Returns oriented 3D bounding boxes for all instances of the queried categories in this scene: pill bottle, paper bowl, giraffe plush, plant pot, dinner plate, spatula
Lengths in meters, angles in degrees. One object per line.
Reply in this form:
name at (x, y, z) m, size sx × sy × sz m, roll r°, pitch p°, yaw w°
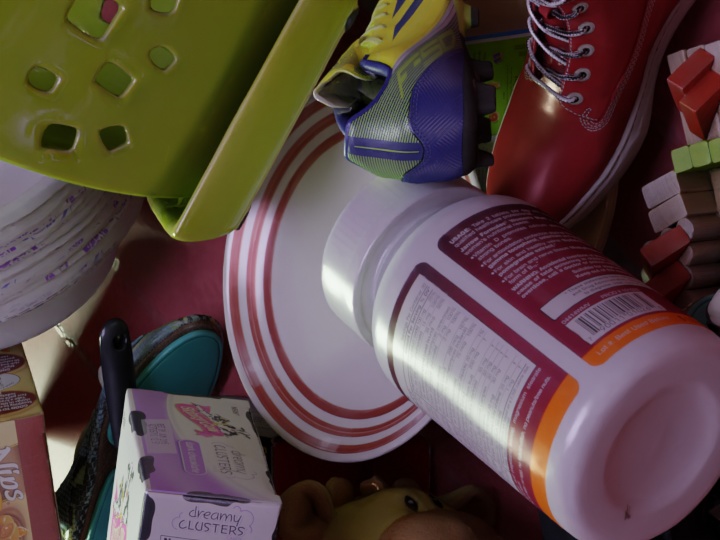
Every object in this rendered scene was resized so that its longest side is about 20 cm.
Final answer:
pill bottle at (0.074, 0.033, 1.199) m, size 0.200 × 0.109 × 0.110 m, roll 39°, pitch 121°, yaw 44°
paper bowl at (-0.225, -0.029, 1.564) m, size 0.200 × 0.201 × 0.105 m, roll 15°, pitch 139°, yaw 45°
giraffe plush at (0.031, 0.186, 1.339) m, size 0.199 × 0.172 × 0.163 m, roll -2°, pitch 81°, yaw 30°
plant pot at (-0.117, -0.131, 1.382) m, size 0.200 × 0.181 × 0.200 m, roll -61°, pitch 12°, yaw 3°
dinner plate at (0.000, 0.000, 1.366) m, size 0.200 × 0.024 × 0.201 m, roll -8°, pitch 79°, yaw 45°
spatula at (-0.131, 0.116, 1.525) m, size 0.021 × 0.056 × 0.201 m, roll 21°, pitch 129°, yaw 46°

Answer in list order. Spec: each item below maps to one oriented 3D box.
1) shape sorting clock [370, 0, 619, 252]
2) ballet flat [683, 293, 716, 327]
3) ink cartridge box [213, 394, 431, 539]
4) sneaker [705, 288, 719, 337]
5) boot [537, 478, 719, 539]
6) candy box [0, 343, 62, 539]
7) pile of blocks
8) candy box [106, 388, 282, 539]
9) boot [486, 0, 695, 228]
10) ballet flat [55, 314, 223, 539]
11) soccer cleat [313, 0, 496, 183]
shape sorting clock at (0.061, -0.050, 1.356) m, size 0.199 × 0.039 × 0.201 m, roll -6°, pitch 81°, yaw 43°
ballet flat at (0.210, 0.098, 1.195) m, size 0.070 × 0.065 × 0.200 m, roll -33°, pitch 66°, yaw -3°
ink cartridge box at (-0.048, 0.181, 1.468) m, size 0.175 × 0.084 × 0.201 m, roll 6°, pitch 98°, yaw 46°
sneaker at (0.250, 0.008, 1.132) m, size 0.199 × 0.070 × 0.094 m, roll 5°, pitch 72°, yaw 34°
boot at (0.112, 0.174, 1.222) m, size 0.073 × 0.198 × 0.163 m, roll -4°, pitch 98°, yaw 44°
candy box at (-0.223, 0.098, 1.588) m, size 0.200 × 0.055 × 0.116 m, roll -121°, pitch 23°, yaw -63°
pile of blocks at (0.167, -0.017, 1.231) m, size 0.082 × 0.062 × 0.201 m, roll 17°, pitch 107°, yaw 45°
candy box at (-0.097, 0.181, 1.350) m, size 0.168 × 0.071 × 0.201 m, roll -118°, pitch 37°, yaw -74°
boot at (0.089, -0.107, 1.219) m, size 0.072 × 0.144 × 0.201 m, roll 34°, pitch 109°, yaw 28°
ballet flat at (-0.142, 0.092, 1.573) m, size 0.074 × 0.074 × 0.201 m, roll 46°, pitch 123°, yaw 33°
soccer cleat at (0.017, -0.102, 1.272) m, size 0.200 × 0.083 × 0.065 m, roll -100°, pitch 9°, yaw -63°
